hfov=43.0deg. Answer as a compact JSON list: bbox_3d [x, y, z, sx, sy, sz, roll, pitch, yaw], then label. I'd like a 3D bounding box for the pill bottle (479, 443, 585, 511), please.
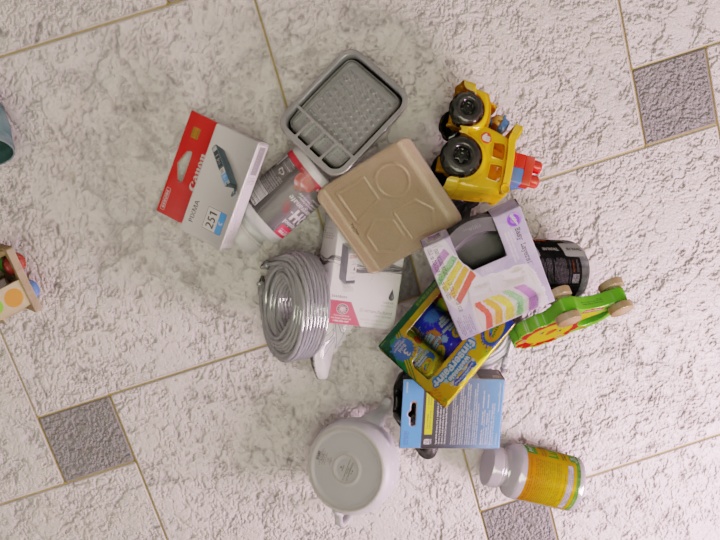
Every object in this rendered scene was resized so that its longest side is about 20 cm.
[{"bbox_3d":[0.350,0.418,1.874,0.197,0.111,0.113,14,104,-10],"label":"pill bottle"}]

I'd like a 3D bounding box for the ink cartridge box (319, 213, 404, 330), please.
[{"bbox_3d":[0.000,0.000,1.696,0.144,0.085,0.203,8,91,-21],"label":"ink cartridge box"}]

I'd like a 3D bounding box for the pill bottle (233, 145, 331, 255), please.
[{"bbox_3d":[-0.150,-0.123,1.661,0.199,0.111,0.111,-40,106,6],"label":"pill bottle"}]

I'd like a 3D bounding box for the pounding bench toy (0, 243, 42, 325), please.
[{"bbox_3d":[-0.682,0.032,1.647,0.155,0.199,0.126,-32,113,-29],"label":"pounding bench toy"}]

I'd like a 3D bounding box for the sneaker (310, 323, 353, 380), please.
[{"bbox_3d":[-0.054,0.117,1.764,0.086,0.075,0.203,5,106,-13],"label":"sneaker"}]

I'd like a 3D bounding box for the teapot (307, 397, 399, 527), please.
[{"bbox_3d":[-0.002,0.385,1.813,0.198,0.146,0.200,-28,78,19],"label":"teapot"}]

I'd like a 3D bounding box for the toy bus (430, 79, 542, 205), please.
[{"bbox_3d":[0.231,-0.217,1.633,0.189,0.136,0.203,10,81,-2],"label":"toy bus"}]

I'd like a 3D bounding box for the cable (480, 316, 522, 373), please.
[{"bbox_3d":[0.219,0.096,1.789,0.198,0.069,0.202,20,102,-12],"label":"cable"}]

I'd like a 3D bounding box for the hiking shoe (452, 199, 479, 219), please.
[{"bbox_3d":[0.160,-0.104,1.730,0.099,0.076,0.203,20,94,-3],"label":"hiking shoe"}]

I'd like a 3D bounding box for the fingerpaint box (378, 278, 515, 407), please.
[{"bbox_3d":[0.158,0.122,1.680,0.167,0.073,0.200,41,86,11],"label":"fingerpaint box"}]

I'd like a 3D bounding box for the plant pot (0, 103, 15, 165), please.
[{"bbox_3d":[-0.687,-0.260,1.533,0.197,0.200,0.136,-6,80,-5],"label":"plant pot"}]

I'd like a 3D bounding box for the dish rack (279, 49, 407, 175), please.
[{"bbox_3d":[-0.026,-0.275,1.624,0.200,0.044,0.172,-46,68,-1],"label":"dish rack"}]

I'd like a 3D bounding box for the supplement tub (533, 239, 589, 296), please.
[{"bbox_3d":[0.322,0.003,1.711,0.198,0.122,0.124,0,108,-34],"label":"supplement tub"}]

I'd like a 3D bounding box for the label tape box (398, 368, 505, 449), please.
[{"bbox_3d":[0.172,0.265,1.763,0.197,0.063,0.146,2,105,-5],"label":"label tape box"}]

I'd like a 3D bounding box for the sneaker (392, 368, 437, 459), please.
[{"bbox_3d":[0.102,0.294,1.814,0.066,0.090,0.203,-7,107,27],"label":"sneaker"}]

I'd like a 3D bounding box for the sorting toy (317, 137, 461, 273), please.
[{"bbox_3d":[0.051,-0.112,1.602,0.199,0.037,0.186,-30,107,23],"label":"sorting toy"}]

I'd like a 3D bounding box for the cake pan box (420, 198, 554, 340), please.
[{"bbox_3d":[0.219,-0.004,1.583,0.182,0.052,0.202,-22,110,3],"label":"cake pan box"}]

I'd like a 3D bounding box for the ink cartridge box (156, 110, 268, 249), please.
[{"bbox_3d":[-0.274,-0.163,1.621,0.175,0.045,0.202,25,101,19],"label":"ink cartridge box"}]

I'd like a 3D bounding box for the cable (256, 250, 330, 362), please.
[{"bbox_3d":[-0.120,0.066,1.661,0.068,0.199,0.203,3,77,-29],"label":"cable"}]

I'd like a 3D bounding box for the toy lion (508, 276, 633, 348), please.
[{"bbox_3d":[0.384,0.092,1.722,0.197,0.192,0.069,-8,66,-25],"label":"toy lion"}]
